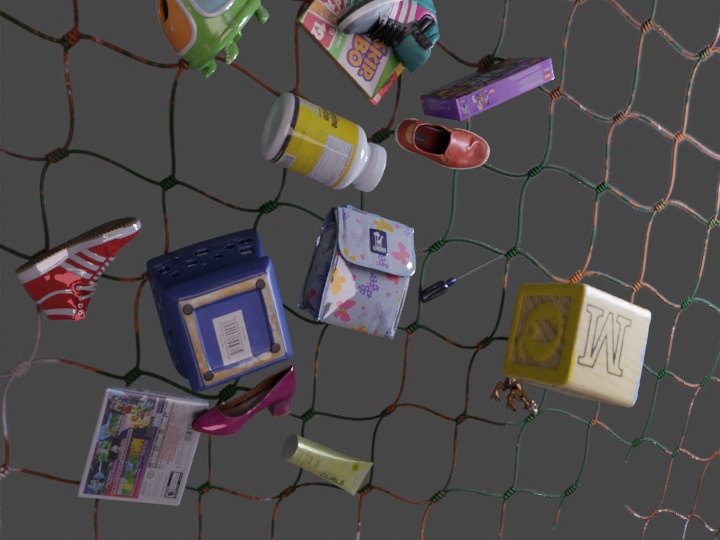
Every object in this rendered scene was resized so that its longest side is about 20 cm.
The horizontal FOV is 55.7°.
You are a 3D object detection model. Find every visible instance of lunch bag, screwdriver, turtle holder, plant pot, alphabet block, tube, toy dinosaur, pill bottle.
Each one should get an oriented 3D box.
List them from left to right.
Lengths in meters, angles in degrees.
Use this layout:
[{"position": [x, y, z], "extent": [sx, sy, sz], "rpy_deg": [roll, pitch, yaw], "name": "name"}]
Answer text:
[{"position": [-0.212, -0.390, 0.992], "extent": [0.186, 0.141, 0.132], "rpy_deg": [-48, 116, -2], "name": "turtle holder"}, {"position": [-0.220, 0.069, 1.099], "extent": [0.195, 0.179, 0.205], "rpy_deg": [-18, 111, -18], "name": "plant pot"}, {"position": [-0.059, -0.203, 1.128], "extent": [0.196, 0.112, 0.115], "rpy_deg": [19, 97, -27], "name": "pill bottle"}, {"position": [-0.062, 0.377, 1.331], "extent": [0.057, 0.053, 0.198], "rpy_deg": [-31, 130, 34], "name": "tube"}, {"position": [0.000, 0.000, 1.206], "extent": [0.166, 0.126, 0.205], "rpy_deg": [16, 92, -28], "name": "lunch bag"}, {"position": [0.199, 0.011, 1.351], "extent": [0.197, 0.029, 0.028], "rpy_deg": [-29, 114, -17], "name": "screwdriver"}, {"position": [0.325, 0.236, 1.461], "extent": [0.106, 0.059, 0.204], "rpy_deg": [-43, 121, -37], "name": "toy dinosaur"}, {"position": [0.432, 0.147, 1.374], "extent": [0.196, 0.194, 0.202], "rpy_deg": [18, 79, -27], "name": "alphabet block"}]

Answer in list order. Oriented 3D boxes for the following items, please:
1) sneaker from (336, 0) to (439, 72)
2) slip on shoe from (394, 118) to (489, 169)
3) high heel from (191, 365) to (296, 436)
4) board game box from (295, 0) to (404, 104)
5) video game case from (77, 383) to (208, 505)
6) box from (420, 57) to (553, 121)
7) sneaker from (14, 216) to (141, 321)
[{"position": [0.058, -0.384, 1.118], "extent": [0.197, 0.083, 0.123], "rpy_deg": [-28, 97, -31], "name": "sneaker"}, {"position": [0.156, -0.228, 1.242], "extent": [0.195, 0.061, 0.076], "rpy_deg": [11, 99, -27], "name": "slip on shoe"}, {"position": [-0.202, 0.227, 1.206], "extent": [0.195, 0.067, 0.098], "rpy_deg": [-5, 117, -30], "name": "high heel"}, {"position": [-0.008, -0.382, 1.147], "extent": [0.199, 0.030, 0.096], "rpy_deg": [41, 86, -30], "name": "board game box"}, {"position": [-0.377, 0.307, 1.189], "extent": [0.178, 0.023, 0.205], "rpy_deg": [15, 100, -26], "name": "video game case"}, {"position": [0.220, -0.322, 1.199], "extent": [0.196, 0.137, 0.040], "rpy_deg": [-26, 114, -14], "name": "box"}, {"position": [-0.414, 0.003, 1.057], "extent": [0.196, 0.071, 0.115], "rpy_deg": [-26, 110, -6], "name": "sneaker"}]
